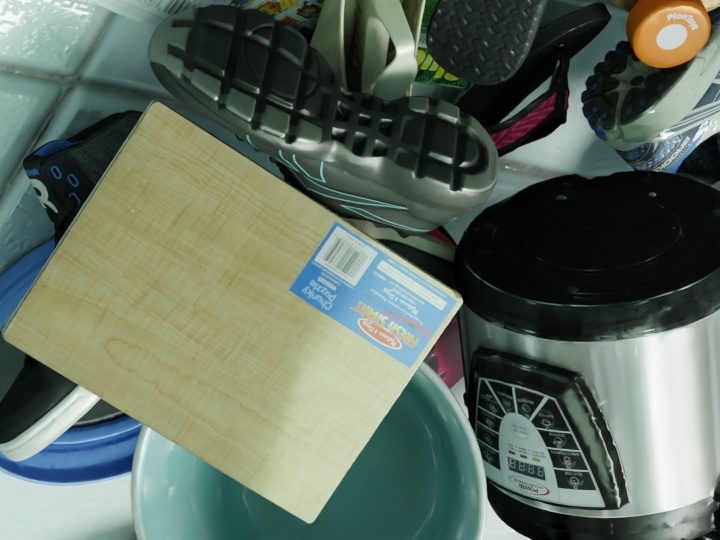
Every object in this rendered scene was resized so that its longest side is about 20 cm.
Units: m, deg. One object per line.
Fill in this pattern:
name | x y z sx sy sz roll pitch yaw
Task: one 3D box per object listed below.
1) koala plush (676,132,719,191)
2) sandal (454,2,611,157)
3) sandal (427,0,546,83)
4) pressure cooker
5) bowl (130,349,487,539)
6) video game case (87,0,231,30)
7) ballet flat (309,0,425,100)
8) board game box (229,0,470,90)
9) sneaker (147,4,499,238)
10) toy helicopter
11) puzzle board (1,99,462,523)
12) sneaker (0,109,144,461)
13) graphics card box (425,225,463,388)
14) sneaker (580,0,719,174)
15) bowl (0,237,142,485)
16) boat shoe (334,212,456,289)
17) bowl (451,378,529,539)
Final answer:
koala plush | 0.191 0.013 1.675 0.200 0.184 0.177 -37 122 12
sandal | 0.079 -0.081 1.584 0.200 0.045 0.075 -43 164 21
sandal | 0.087 -0.181 1.445 0.075 0.045 0.200 26 139 -2
pressure cooker | 0.145 0.065 1.525 0.177 0.176 0.201 -8 119 -1
bowl | -0.019 0.120 1.529 0.201 0.201 0.105 -39 175 12
video game case | -0.108 -0.214 1.330 0.199 0.023 0.182 21 120 -38
ballet flat | 0.015 -0.150 1.428 0.069 0.070 0.201 -13 139 -21
board game box | 0.002 -0.154 1.486 0.199 0.024 0.105 6 128 -37
sneaker | -0.028 -0.069 1.423 0.199 0.076 0.079 25 143 -17
toy helicopter | 0.155 -0.213 1.484 0.132 0.079 0.200 -38 130 20
puzzle board | -0.067 0.023 1.438 0.199 0.017 0.151 32 99 -15
sneaker | -0.159 -0.004 1.475 0.112 0.073 0.200 43 78 -17
graphics card box | -0.008 0.067 1.662 0.200 0.051 0.126 -42 150 -7
sneaker | 0.217 -0.132 1.586 0.200 0.077 0.085 -41 133 -5
bowl | -0.145 0.045 1.599 0.199 0.039 0.201 -19 141 -16
boat shoe | 0.000 0.000 1.529 0.200 0.072 0.063 14 98 -53
bowl | 0.092 0.121 1.801 0.200 0.091 0.202 -18 142 -15
